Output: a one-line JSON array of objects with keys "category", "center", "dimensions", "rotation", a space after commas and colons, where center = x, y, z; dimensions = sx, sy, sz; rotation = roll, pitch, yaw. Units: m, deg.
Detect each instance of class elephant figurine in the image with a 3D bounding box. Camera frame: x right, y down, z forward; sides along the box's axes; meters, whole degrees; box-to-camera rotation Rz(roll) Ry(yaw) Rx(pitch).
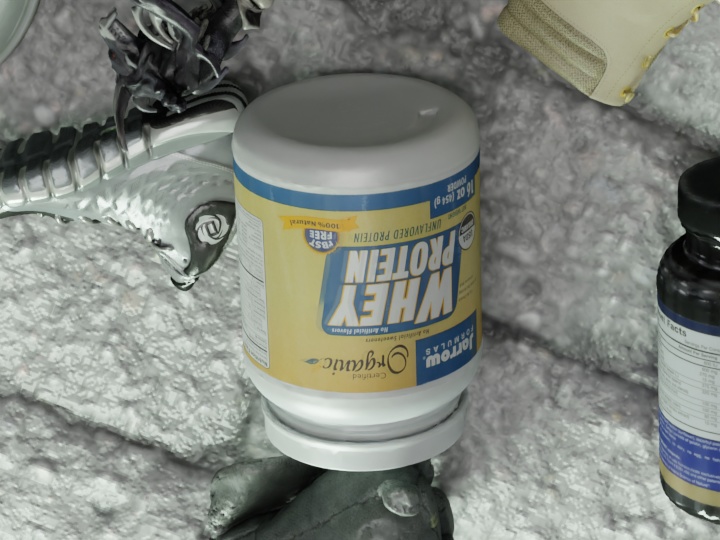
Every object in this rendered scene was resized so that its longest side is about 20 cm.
[{"category": "elephant figurine", "center": [-0.043, 0.181, 1.635], "dimensions": [0.199, 0.142, 0.156], "rotation": [-13, 117, 8]}]

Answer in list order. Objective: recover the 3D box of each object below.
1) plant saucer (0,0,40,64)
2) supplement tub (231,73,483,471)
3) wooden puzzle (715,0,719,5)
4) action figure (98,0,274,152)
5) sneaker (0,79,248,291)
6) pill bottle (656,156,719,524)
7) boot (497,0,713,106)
[{"category": "plant saucer", "center": [-0.286, -0.185, 1.552], "dimensions": [0.199, 0.050, 0.201], "rotation": [3, 115, 6]}, {"category": "supplement tub", "center": [0.000, 0.000, 1.547], "dimensions": [0.144, 0.145, 0.201], "rotation": [1, 114, 7]}, {"category": "wooden puzzle", "center": [0.164, -0.255, 1.416], "dimensions": [0.200, 0.186, 0.046], "rotation": [37, 158, -6]}, {"category": "action figure", "center": [-0.092, -0.166, 1.502], "dimensions": [0.102, 0.119, 0.200], "rotation": [43, 100, -14]}, {"category": "sneaker", "center": [-0.146, -0.031, 1.592], "dimensions": [0.199, 0.075, 0.116], "rotation": [-16, 114, 13]}, {"category": "pill bottle", "center": [0.229, 0.040, 1.556], "dimensions": [0.111, 0.112, 0.201], "rotation": [0, 114, 7]}, {"category": "boot", "center": [0.192, -0.157, 1.495], "dimensions": [0.199, 0.073, 0.156], "rotation": [22, 119, -10]}]
